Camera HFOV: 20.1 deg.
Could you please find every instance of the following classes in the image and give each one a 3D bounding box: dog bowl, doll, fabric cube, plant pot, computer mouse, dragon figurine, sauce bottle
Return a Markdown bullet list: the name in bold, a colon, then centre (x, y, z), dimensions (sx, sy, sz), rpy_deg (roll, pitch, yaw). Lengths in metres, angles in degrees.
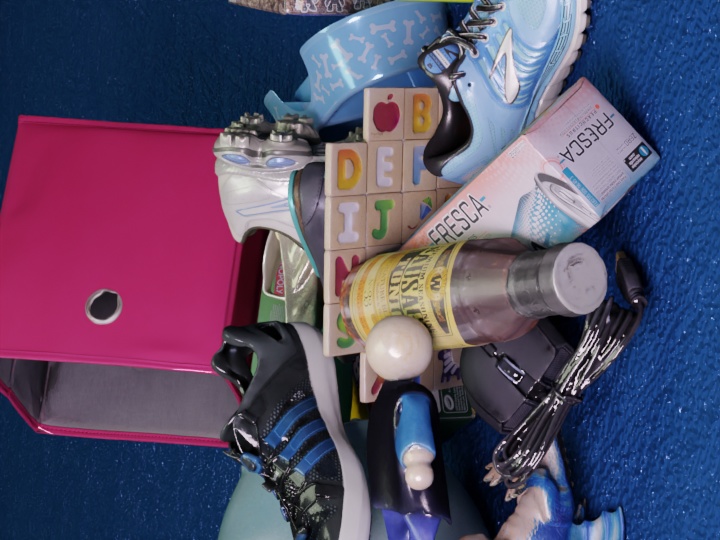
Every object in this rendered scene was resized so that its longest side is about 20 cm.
- **dog bowl**: centre (0.002, -0.135, 1.481), dimensions (0.050, 0.111, 0.200), rpy_deg (70, 157, 10)
- **doll**: centre (0.029, 0.126, 1.184), dimensions (0.136, 0.048, 0.201), rpy_deg (178, 84, -80)
- **fabric cube**: centre (-0.170, 0.013, 1.595), dimensions (0.200, 0.196, 0.200), rpy_deg (74, -158, -68)
- **plant pot**: centre (-0.011, 0.173, 1.366), dimensions (0.200, 0.200, 0.135), rpy_deg (146, 115, -67)
- **computer mouse**: centre (0.108, 0.035, 1.221), dimensions (0.141, 0.046, 0.200), rpy_deg (-54, 10, 13)
- **dragon figurine**: centre (0.119, 0.159, 1.223), dimensions (0.200, 0.099, 0.059), rpy_deg (-66, 18, -7)
- **sauce bottle**: centre (0.065, 0.012, 1.195), dimensions (0.200, 0.066, 0.066), rpy_deg (-13, 78, 55)

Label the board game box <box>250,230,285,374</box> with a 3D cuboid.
- **board game box**: centre (-0.057, 0.034, 1.625), dimensions (0.135, 0.029, 0.201), rpy_deg (82, -168, -62)

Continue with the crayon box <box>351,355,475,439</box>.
- **crayon box**: centre (0.019, 0.033, 1.505), dimensions (0.173, 0.058, 0.201), rpy_deg (136, 130, -64)

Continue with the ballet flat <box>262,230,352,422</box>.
- **ballet flat**: centre (-0.040, 0.032, 1.480), dimensions (0.067, 0.062, 0.201), rpy_deg (21, -112, -64)

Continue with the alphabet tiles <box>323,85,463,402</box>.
- **alphabet tiles**: centre (0.036, -0.019, 1.316), dimensions (0.006, 0.166, 0.201), rpy_deg (7, 99, 44)

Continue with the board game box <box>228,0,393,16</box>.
- **board game box**: centre (-0.034, -0.302, 1.579), dimensions (0.159, 0.097, 0.201), rpy_deg (-154, 64, -68)

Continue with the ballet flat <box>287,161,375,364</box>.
- **ballet flat**: centre (0.000, 0.000, 1.365), dimensions (0.200, 0.073, 0.073), rpy_deg (76, 178, -53)

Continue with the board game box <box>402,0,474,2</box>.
- **board game box**: centre (0.037, -0.216, 1.376), dimensions (0.200, 0.101, 0.048), rpy_deg (-144, 54, -66)

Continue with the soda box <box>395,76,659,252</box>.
- **soda box**: centre (0.095, -0.036, 1.226), dimensions (0.068, 0.064, 0.200), rpy_deg (46, 151, 0)

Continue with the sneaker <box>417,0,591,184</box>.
- **sneaker**: centre (0.083, -0.138, 1.264), dimensions (0.078, 0.090, 0.201), rpy_deg (-125, 39, -58)

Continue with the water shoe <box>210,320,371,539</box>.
- **water shoe**: centre (-0.049, 0.117, 1.259), dimensions (0.200, 0.079, 0.072), rpy_deg (-106, 27, -43)

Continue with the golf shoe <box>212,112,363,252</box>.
- **golf shoe**: centre (-0.005, -0.052, 1.419), dimensions (0.078, 0.199, 0.098), rpy_deg (-42, -44, -61)
